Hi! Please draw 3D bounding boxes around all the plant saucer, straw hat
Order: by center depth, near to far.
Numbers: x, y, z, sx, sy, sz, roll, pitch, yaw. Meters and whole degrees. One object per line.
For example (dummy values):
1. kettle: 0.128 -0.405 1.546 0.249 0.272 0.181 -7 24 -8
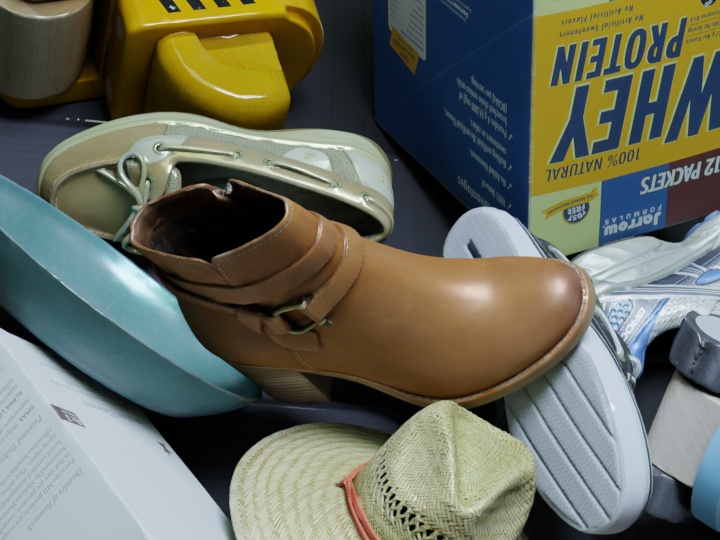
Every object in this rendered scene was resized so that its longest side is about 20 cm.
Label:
1. straw hat: 0.040 0.111 1.085 0.200 0.085 0.202 26 29 -15
2. plant saucer: -0.139 0.017 1.160 0.200 0.200 0.036 41 95 26

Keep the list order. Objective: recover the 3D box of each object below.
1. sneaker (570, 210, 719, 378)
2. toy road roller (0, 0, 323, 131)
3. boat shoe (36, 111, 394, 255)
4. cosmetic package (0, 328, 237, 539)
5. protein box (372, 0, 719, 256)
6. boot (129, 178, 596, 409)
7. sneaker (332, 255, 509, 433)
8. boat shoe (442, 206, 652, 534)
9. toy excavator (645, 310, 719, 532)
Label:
1. sneaker: 0.204 0.018 1.273 0.199 0.077 0.086 -20 63 -17
2. toy road roller: -0.118 -0.126 1.312 0.199 0.123 0.147 -9 60 -18
3. boat shoe: -0.081 -0.040 1.255 0.199 0.074 0.063 3 31 -4
4. cosmetic package: -0.119 0.128 1.063 0.081 0.113 0.200 -49 61 8
5. protein box: 0.106 -0.147 1.281 0.134 0.201 0.199 -15 34 -21
6. boot: 0.000 0.000 1.092 0.199 0.155 0.077 -4 58 25
7. sneaker: 0.008 0.025 1.232 0.199 0.076 0.091 26 41 1
8. boat shoe: 0.110 0.046 1.152 0.071 0.072 0.201 11 44 -38
9. toy excavator: 0.259 0.107 1.153 0.200 0.100 0.194 34 23 30
